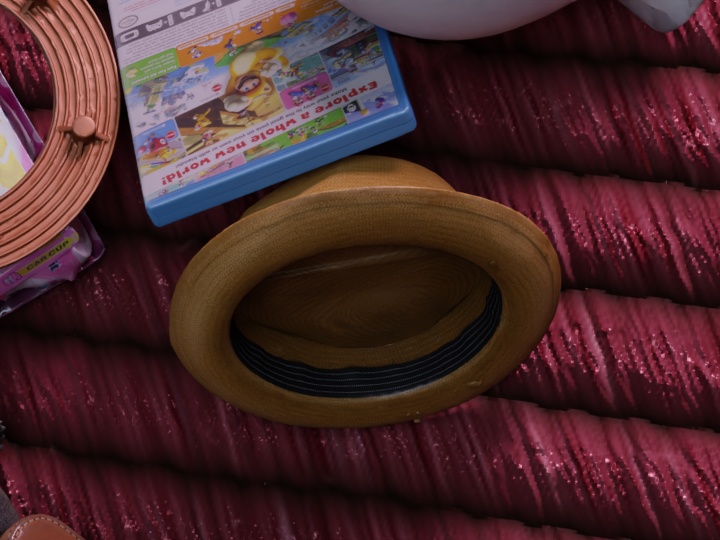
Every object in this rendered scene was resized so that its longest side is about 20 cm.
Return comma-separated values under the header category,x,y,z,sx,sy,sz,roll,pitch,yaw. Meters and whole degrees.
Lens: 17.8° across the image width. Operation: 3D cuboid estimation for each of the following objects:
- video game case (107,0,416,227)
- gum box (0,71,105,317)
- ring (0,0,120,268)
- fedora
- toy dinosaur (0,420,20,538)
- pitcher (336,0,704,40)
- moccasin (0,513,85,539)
category,x,y,z,sx,sy,sz,roll,pitch,yaw
video game case,-0.058,-0.121,1.211,0.142,0.018,0.201,-20,47,5
gum box,-0.237,-0.059,1.256,0.113,0.066,0.201,-33,78,5
ring,-0.226,-0.091,1.206,0.199,0.019,0.201,2,72,-6
fedora,0.000,0.000,1.174,0.200,0.201,0.082,-16,48,6
toy dinosaur,-0.214,0.146,1.214,0.102,0.077,0.201,-22,92,-28
pitcher,0.067,-0.200,1.182,0.199,0.121,0.172,-4,60,-31
moccasin,-0.112,0.204,1.180,0.202,0.074,0.078,51,136,13
